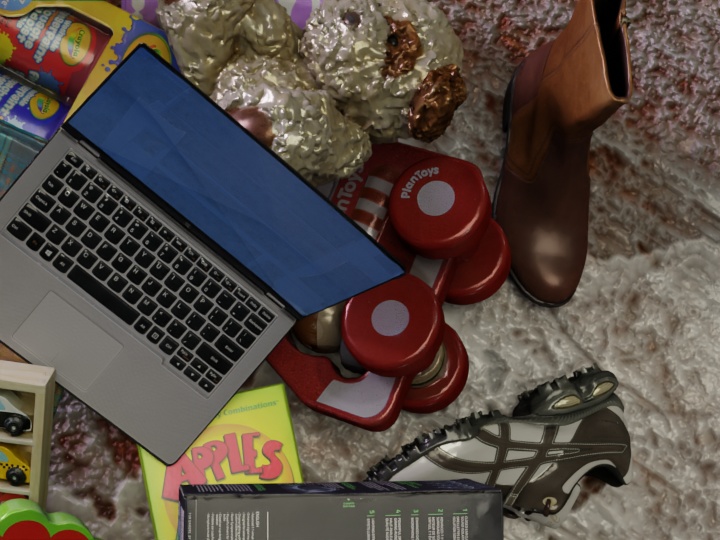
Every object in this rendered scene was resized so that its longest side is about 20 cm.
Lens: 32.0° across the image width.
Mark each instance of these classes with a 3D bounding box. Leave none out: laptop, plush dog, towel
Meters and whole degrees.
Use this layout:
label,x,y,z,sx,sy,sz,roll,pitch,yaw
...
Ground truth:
label,x,y,z,sx,sy,sz,roll,pitch,yaw
laptop,-0.115,0.004,0.711,0.187,0.116,0.200,40,94,-16
plush dog,-0.016,-0.114,0.794,0.171,0.161,0.200,-23,52,1
towel,-0.234,0.008,0.772,0.146,0.022,0.201,23,97,-2

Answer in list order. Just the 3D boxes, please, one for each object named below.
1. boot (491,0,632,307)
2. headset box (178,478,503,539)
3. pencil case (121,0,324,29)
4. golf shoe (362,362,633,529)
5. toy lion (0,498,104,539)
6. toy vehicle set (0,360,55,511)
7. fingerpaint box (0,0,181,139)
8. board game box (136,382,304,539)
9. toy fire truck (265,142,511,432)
label,x,y,z,sx,sy,sz,roll,pitch,yaw
boot,0.148,-0.084,0.832,0.068,0.200,0.189,9,76,-8
headset box,-0.007,0.213,0.739,0.199,0.093,0.175,0,85,-10
pencil case,-0.073,-0.202,0.880,0.199,0.084,0.086,7,108,-11
golf shoe,0.096,0.136,0.839,0.199,0.078,0.095,-20,82,-12
toy lion,-0.236,0.228,0.734,0.199,0.069,0.193,14,88,-21
toy vehicle set,-0.290,0.107,0.763,0.199,0.027,0.125,7,110,-2
fingerpaint box,-0.227,-0.092,0.836,0.166,0.073,0.201,27,75,-3
board game box,-0.080,0.183,0.813,0.101,0.048,0.201,-11,80,-11
toy fire truck,0.000,0.000,0.849,0.167,0.112,0.201,18,75,22
